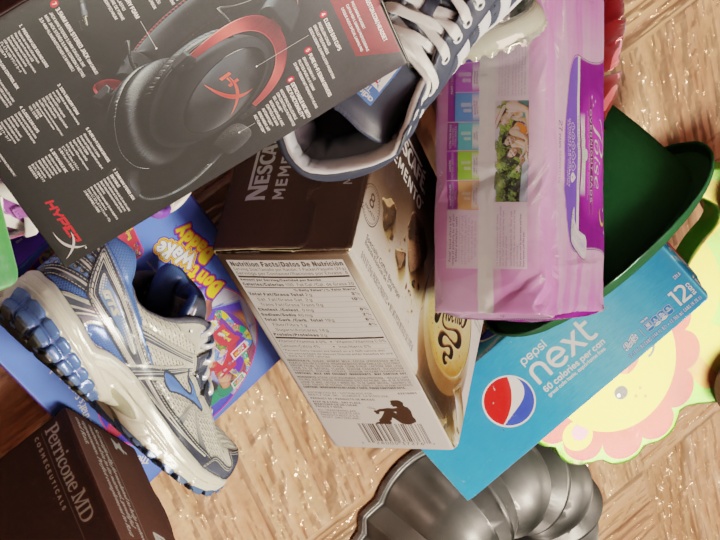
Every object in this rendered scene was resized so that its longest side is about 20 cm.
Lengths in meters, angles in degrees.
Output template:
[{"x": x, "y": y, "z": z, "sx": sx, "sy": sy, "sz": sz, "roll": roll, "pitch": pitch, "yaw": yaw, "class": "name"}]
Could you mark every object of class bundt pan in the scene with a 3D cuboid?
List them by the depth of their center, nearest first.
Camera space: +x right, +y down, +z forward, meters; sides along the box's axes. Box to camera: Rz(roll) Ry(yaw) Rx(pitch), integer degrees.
[{"x": 0.088, "y": 0.192, "z": 1.498, "sx": 0.201, "sy": 0.076, "sz": 0.202, "roll": -24, "pitch": 134, "yaw": -27, "class": "bundt pan"}]

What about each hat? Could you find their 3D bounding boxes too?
[{"x": 0.103, "y": -0.089, "z": 1.304, "sx": 0.200, "sy": 0.166, "sz": 0.176, "roll": -45, "pitch": 107, "yaw": -17, "class": "hat"}]

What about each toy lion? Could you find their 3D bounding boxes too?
[{"x": 0.184, "y": 0.029, "z": 1.436, "sx": 0.191, "sy": 0.069, "sz": 0.201, "roll": -2, "pitch": 105, "yaw": -13, "class": "toy lion"}]

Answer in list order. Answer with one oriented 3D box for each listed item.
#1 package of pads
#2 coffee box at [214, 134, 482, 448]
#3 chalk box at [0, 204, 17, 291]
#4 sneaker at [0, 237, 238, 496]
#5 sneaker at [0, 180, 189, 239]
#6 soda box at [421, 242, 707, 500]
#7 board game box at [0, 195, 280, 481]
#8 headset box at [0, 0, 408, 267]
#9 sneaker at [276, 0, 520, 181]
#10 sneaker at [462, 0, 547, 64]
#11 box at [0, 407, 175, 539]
[{"x": 0.089, "y": -0.073, "z": 1.200, "sx": 0.120, "sy": 0.075, "sz": 0.201, "roll": -2, "pitch": 92, "yaw": -67, "class": "package of pads"}, {"x": 0.000, "y": 0.000, "z": 1.205, "sx": 0.200, "sy": 0.080, "sz": 0.113, "roll": 62, "pitch": 35, "yaw": -49, "class": "coffee box"}, {"x": -0.246, "y": 0.005, "z": 0.938, "sx": 0.199, "sy": 0.124, "sz": 0.125, "roll": -17, "pitch": 101, "yaw": -20, "class": "chalk box"}, {"x": -0.104, "y": 0.047, "z": 1.129, "sx": 0.085, "sy": 0.077, "sz": 0.200, "roll": -48, "pitch": 142, "yaw": -8, "class": "sneaker"}, {"x": -0.153, "y": -0.044, "z": 1.049, "sx": 0.200, "sy": 0.114, "sz": 0.073, "roll": -43, "pitch": 142, "yaw": -6, "class": "sneaker"}, {"x": 0.120, "y": 0.051, "z": 1.371, "sx": 0.200, "sy": 0.064, "sz": 0.068, "roll": -41, "pitch": 97, "yaw": 9, "class": "soda box"}, {"x": -0.130, "y": 0.022, "z": 1.177, "sx": 0.134, "sy": 0.045, "sz": 0.200, "roll": -43, "pitch": 141, "yaw": -7, "class": "board game box"}, {"x": -0.080, "y": -0.113, "z": 0.914, "sx": 0.200, "sy": 0.075, "sz": 0.149, "roll": -31, "pitch": 142, "yaw": -1, "class": "headset box"}, {"x": 0.030, "y": -0.123, "z": 1.015, "sx": 0.200, "sy": 0.070, "sz": 0.109, "roll": -52, "pitch": -179, "yaw": 21, "class": "sneaker"}, {"x": -0.012, "y": -0.147, "z": 1.107, "sx": 0.199, "sy": 0.070, "sz": 0.100, "roll": -13, "pitch": 116, "yaw": 3, "class": "sneaker"}, {"x": -0.197, "y": 0.178, "z": 1.161, "sx": 0.200, "sy": 0.100, "sz": 0.075, "roll": -38, "pitch": 141, "yaw": 8, "class": "box"}]
